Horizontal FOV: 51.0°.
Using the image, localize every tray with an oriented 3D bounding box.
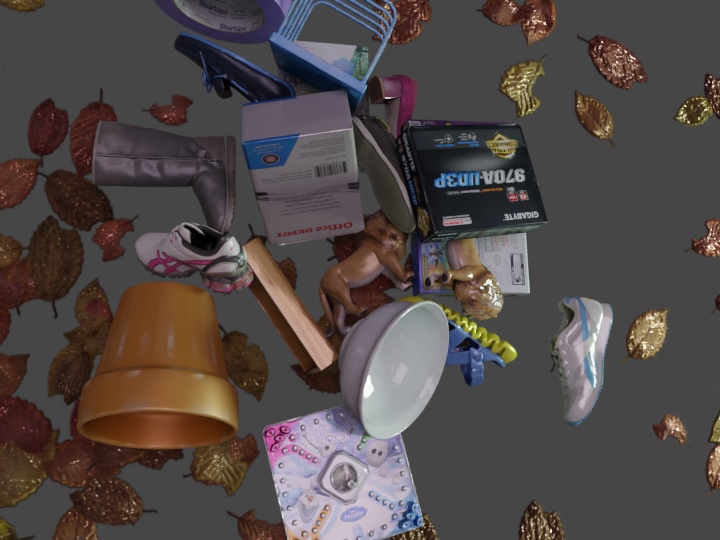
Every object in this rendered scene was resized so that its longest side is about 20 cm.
[{"bbox_3d":[-0.109,0.054,1.076,0.037,0.099,0.201,-35,89,-19],"label":"tray"}]

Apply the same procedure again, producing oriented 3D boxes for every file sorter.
[{"bbox_3d":[-0.034,-0.321,1.055,0.138,0.200,0.123,29,93,-6],"label":"file sorter"}]

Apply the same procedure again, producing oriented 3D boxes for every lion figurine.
[{"bbox_3d":[0.000,0.000,1.117,0.199,0.073,0.123,-35,71,-10],"label":"lion figurine"},{"bbox_3d":[0.145,-0.025,1.112,0.122,0.072,0.201,1,72,-35],"label":"lion figurine"}]

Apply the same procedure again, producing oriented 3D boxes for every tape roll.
[{"bbox_3d":[-0.196,-0.414,1.086,0.199,0.200,0.086,12,78,-10],"label":"tape roll"}]

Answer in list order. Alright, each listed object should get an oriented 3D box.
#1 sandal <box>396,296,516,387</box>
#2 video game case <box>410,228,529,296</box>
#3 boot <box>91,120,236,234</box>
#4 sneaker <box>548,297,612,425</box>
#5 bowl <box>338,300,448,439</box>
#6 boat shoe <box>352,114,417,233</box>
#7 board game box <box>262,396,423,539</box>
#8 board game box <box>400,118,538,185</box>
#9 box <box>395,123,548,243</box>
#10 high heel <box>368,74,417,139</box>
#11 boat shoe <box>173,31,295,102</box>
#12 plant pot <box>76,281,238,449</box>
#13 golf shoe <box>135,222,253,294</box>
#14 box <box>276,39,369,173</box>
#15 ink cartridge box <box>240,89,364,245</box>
[{"bbox_3d":[0.135,0.107,1.135,0.199,0.079,0.087,31,87,-3],"label":"sandal"},{"bbox_3d":[0.168,-0.059,1.184,0.180,0.045,0.201,1,80,-13],"label":"video game case"},{"bbox_3d":[-0.282,-0.128,1.085,0.199,0.073,0.183,3,66,-18],"label":"boot"},{"bbox_3d":[0.333,0.140,1.177,0.080,0.077,0.201,14,72,-1],"label":"sneaker"},{"bbox_3d":[0.032,0.125,1.056,0.090,0.201,0.202,22,72,34],"label":"bowl"},{"bbox_3d":[0.045,-0.148,1.107,0.060,0.072,0.202,-18,69,-31],"label":"boat shoe"},{"bbox_3d":[-0.023,0.299,1.091,0.199,0.026,0.201,-13,84,-14],"label":"board game box"},{"bbox_3d":[0.167,-0.173,1.151,0.199,0.032,0.121,-3,59,-25],"label":"board game box"},{"bbox_3d":[0.159,-0.127,1.078,0.199,0.046,0.160,-6,76,-27],"label":"box"},{"bbox_3d":[0.066,-0.208,1.190,0.096,0.067,0.201,-9,86,-41],"label":"high heel"},{"bbox_3d":[-0.195,-0.286,1.117,0.199,0.084,0.069,29,97,11],"label":"boat shoe"},{"bbox_3d":[-0.259,0.123,0.997,0.199,0.200,0.184,3,64,-12],"label":"plant pot"},{"bbox_3d":[-0.234,-0.034,1.032,0.199,0.093,0.073,11,41,30],"label":"golf shoe"},{"bbox_3d":[-0.059,-0.255,1.173,0.143,0.036,0.201,1,81,-12],"label":"box"},{"bbox_3d":[-0.076,-0.138,1.050,0.145,0.201,0.085,-8,52,-2],"label":"ink cartridge box"}]
